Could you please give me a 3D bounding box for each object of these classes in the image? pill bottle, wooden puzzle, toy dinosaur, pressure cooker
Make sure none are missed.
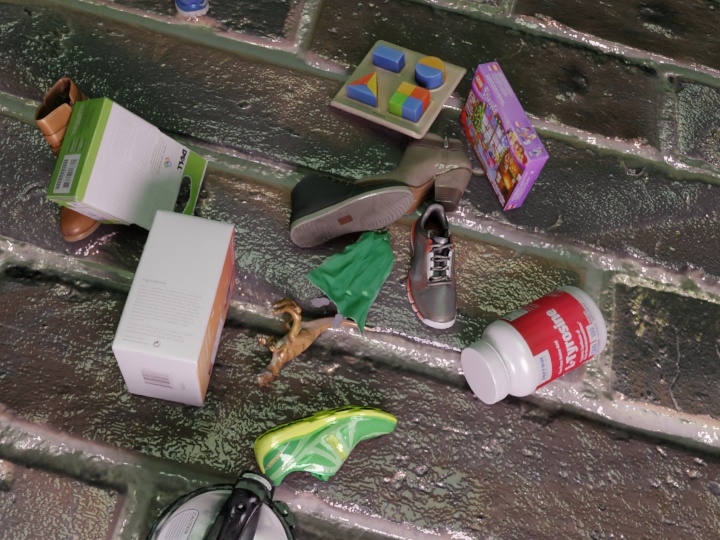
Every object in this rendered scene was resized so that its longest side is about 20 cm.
[{"bbox_3d":[0.248,0.110,1.062,0.197,0.113,0.113,-24,67,-20],"label":"pill bottle"},{"bbox_3d":[0.067,-0.331,1.288,0.183,0.047,0.201,24,59,20],"label":"wooden puzzle"},{"bbox_3d":[-0.084,0.090,1.059,0.198,0.060,0.108,-33,106,-27],"label":"toy dinosaur"},{"bbox_3d":[-0.151,0.332,0.815,0.175,0.201,0.178,-18,66,-17],"label":"pressure cooker"}]

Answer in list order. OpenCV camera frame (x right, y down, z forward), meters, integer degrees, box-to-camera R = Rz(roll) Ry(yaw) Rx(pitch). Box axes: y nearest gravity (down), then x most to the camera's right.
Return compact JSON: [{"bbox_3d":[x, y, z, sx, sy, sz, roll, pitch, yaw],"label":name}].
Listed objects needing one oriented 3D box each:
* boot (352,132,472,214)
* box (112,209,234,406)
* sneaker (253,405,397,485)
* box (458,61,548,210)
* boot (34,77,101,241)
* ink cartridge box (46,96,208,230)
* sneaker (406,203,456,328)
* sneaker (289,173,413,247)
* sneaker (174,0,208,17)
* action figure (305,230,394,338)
[{"bbox_3d":[0.088,-0.168,1.219,0.195,0.071,0.149,10,54,-5],"label":"boot"},{"bbox_3d":[-0.239,0.051,0.980,0.104,0.153,0.204,11,61,-2],"label":"box"},{"bbox_3d":[-0.044,0.232,0.981,0.196,0.074,0.085,-12,89,-19],"label":"sneaker"},{"bbox_3d":[0.232,-0.223,1.226,0.038,0.138,0.203,-13,64,-16],"label":"box"},{"bbox_3d":[-0.417,-0.161,1.065,0.075,0.156,0.203,4,59,13],"label":"boot"},{"bbox_3d":[-0.333,-0.135,1.074,0.075,0.199,0.151,4,74,36],"label":"ink cartridge box"},{"bbox_3d":[0.111,-0.013,1.122,0.075,0.082,0.204,-1,62,-10],"label":"sneaker"},{"bbox_3d":[-0.020,-0.117,1.130,0.196,0.075,0.108,-16,51,7],"label":"sneaker"},{"bbox_3d":[-0.321,-0.565,1.346,0.077,0.090,0.203,-14,65,-18],"label":"sneaker"},{"bbox_3d":[0.000,0.000,1.097,0.119,0.054,0.201,50,44,-11],"label":"action figure"}]
